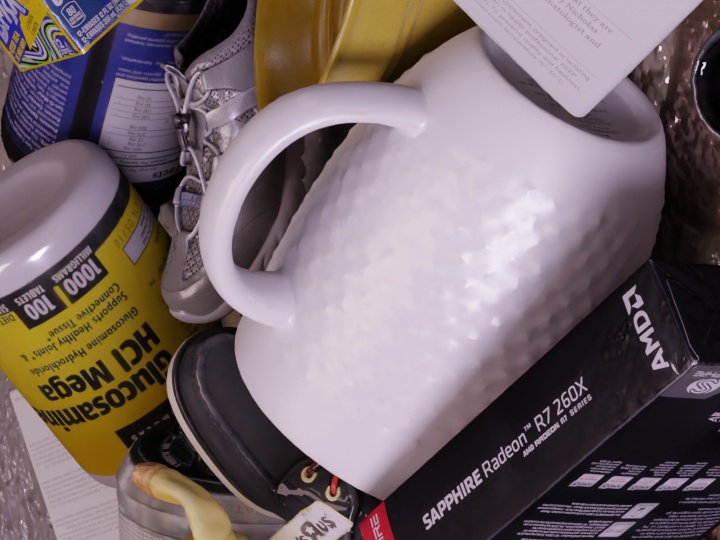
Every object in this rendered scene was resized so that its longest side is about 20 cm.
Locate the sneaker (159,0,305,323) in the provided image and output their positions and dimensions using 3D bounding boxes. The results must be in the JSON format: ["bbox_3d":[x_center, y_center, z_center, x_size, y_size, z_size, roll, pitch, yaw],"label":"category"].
[{"bbox_3d":[-0.070,-0.075,1.230,0.075,0.082,0.202,2,75,55],"label":"sneaker"}]

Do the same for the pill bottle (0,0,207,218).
[{"bbox_3d":[-0.132,-0.103,1.351,0.112,0.111,0.201,53,138,35],"label":"pill bottle"}]

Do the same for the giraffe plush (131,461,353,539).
[{"bbox_3d":[-0.077,0.200,1.044,0.172,0.163,0.201,29,143,8],"label":"giraffe plush"}]

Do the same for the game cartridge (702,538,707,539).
[{"bbox_3d":[0.142,0.218,1.090,0.130,0.038,0.201,48,136,45],"label":"game cartridge"}]

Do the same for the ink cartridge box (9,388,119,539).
[{"bbox_3d":[-0.127,0.143,1.483,0.162,0.050,0.201,-23,87,56],"label":"ink cartridge box"}]

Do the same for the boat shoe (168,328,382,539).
[{"bbox_3d":[0.001,0.094,1.114,0.201,0.074,0.063,42,159,-1],"label":"boat shoe"}]

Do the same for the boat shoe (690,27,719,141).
[{"bbox_3d":[0.201,-0.066,0.896,0.201,0.063,0.074,3,99,55],"label":"boat shoe"}]

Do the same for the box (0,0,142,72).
[{"bbox_3d":[-0.099,-0.182,1.197,0.064,0.200,0.070,53,152,-18],"label":"box"}]

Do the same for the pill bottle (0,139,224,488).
[{"bbox_3d":[-0.125,0.040,1.314,0.112,0.113,0.200,10,142,55],"label":"pill bottle"}]

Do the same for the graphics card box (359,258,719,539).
[{"bbox_3d":[0.104,0.072,0.990,0.200,0.125,0.051,-45,53,40],"label":"graphics card box"}]

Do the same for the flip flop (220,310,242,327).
[{"bbox_3d":[0.000,0.000,1.235,0.199,0.057,0.082,-26,70,41],"label":"flip flop"}]

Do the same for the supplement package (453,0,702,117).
[{"bbox_3d":[0.115,-0.172,0.914,0.117,0.117,0.200,44,142,0],"label":"supplement package"}]

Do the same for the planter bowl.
[{"bbox_3d":[0.018,-0.149,1.106,0.200,0.083,0.202,-169,90,-75],"label":"planter bowl"}]

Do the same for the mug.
[{"bbox_3d":[0.026,-0.014,1.052,0.176,0.199,0.148,-60,33,27],"label":"mug"}]

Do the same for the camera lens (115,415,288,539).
[{"bbox_3d":[-0.038,0.170,1.235,0.160,0.159,0.202,18,114,54],"label":"camera lens"}]
